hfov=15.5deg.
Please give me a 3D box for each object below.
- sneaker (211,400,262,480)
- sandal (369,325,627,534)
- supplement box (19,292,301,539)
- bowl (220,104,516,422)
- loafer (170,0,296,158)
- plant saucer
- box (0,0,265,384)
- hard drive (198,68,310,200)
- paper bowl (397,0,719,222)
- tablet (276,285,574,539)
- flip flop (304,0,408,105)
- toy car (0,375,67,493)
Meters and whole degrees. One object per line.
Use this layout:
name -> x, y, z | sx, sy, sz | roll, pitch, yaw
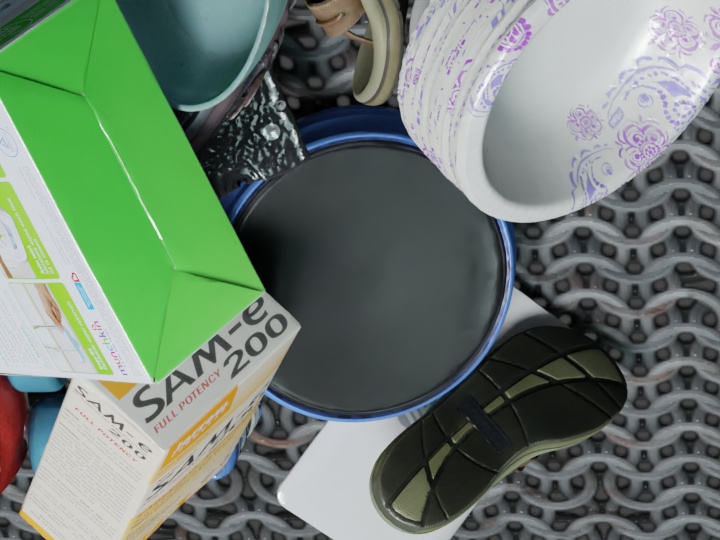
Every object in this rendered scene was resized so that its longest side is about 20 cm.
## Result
sneaker -> -0.131, 0.061, 1.733 | 0.077, 0.085, 0.200 | -22, 126, 27
sandal -> 0.082, 0.100, 1.680 | 0.080, 0.201, 0.057 | 56, 154, 9
supplement box -> -0.122, 0.091, 1.587 | 0.074, 0.126, 0.200 | 42, 148, 8
bowl -> 0.000, 0.000, 1.625 | 0.200, 0.039, 0.201 | -3, 109, -9
loafer -> -0.059, -0.142, 1.474 | 0.063, 0.200, 0.072 | 27, 175, -40
plant saucer -> -0.087, -0.185, 1.399 | 0.036, 0.200, 0.200 | -11, 145, -34
box -> -0.176, -0.044, 1.451 | 0.176, 0.097, 0.200 | 0, 123, 52
hard drive -> -0.129, -0.126, 1.525 | 0.140, 0.038, 0.200 | -24, 114, 0
paper bowl -> 0.107, -0.133, 1.460 | 0.201, 0.104, 0.201 | -29, 147, -21
tablet -> 0.049, 0.097, 1.707 | 0.130, 0.014, 0.200 | 36, 92, -30
flip flop -> -0.003, -0.162, 1.442 | 0.058, 0.081, 0.200 | 4, 156, 6
toy car -> -0.288, 0.131, 1.744 | 0.184, 0.200, 0.177 | -1, 133, 8
